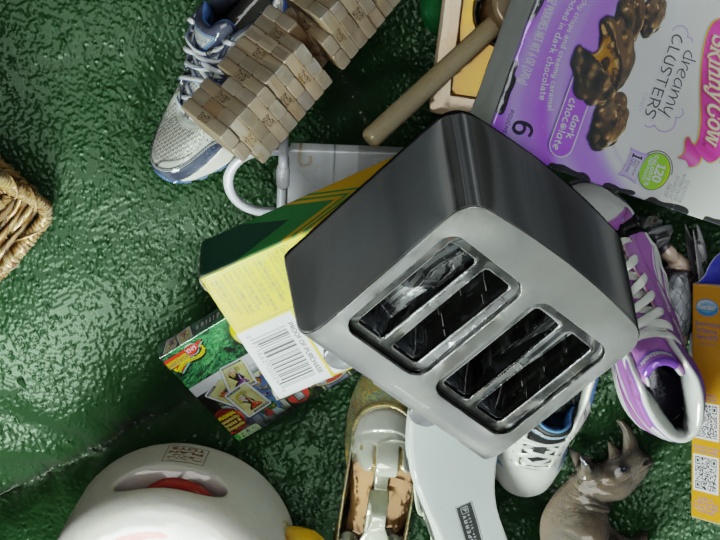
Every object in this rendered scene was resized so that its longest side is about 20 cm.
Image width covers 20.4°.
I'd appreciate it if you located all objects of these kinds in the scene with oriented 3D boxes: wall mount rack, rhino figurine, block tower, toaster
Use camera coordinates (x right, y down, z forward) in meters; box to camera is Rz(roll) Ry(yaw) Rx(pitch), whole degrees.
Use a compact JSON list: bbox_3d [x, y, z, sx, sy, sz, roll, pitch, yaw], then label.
[{"bbox_3d":[-0.006,-0.025,1.519,0.199,0.075,0.175,1,128,-3],"label":"wall mount rack"},{"bbox_3d":[0.177,0.212,1.537,0.087,0.060,0.201,13,93,-1],"label":"rhino figurine"},{"bbox_3d":[-0.040,-0.170,1.460,0.200,0.054,0.058,-49,51,-4],"label":"block tower"},{"bbox_3d":[0.076,0.008,1.342,0.181,0.119,0.200,36,117,-28],"label":"toaster"}]

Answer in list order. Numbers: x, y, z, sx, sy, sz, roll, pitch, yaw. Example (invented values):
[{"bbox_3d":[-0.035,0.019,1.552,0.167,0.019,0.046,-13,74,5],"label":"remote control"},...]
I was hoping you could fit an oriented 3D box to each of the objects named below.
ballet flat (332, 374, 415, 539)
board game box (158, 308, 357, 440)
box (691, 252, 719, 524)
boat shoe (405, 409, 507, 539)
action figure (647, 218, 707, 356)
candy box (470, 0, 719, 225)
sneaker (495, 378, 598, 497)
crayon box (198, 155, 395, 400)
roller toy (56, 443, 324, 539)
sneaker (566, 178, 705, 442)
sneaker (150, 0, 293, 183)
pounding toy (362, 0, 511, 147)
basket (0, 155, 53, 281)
[{"bbox_3d":[0.015,0.167,1.540,0.070,0.071,0.201,9,95,3],"label":"ballet flat"},{"bbox_3d":[-0.043,0.046,1.514,0.199,0.024,0.105,-31,119,18],"label":"board game box"},{"bbox_3d":[0.304,0.083,1.500,0.118,0.041,0.201,-4,98,-30],"label":"box"},{"bbox_3d":[0.068,0.161,1.516,0.070,0.064,0.201,-15,111,-12],"label":"boat shoe"},{"bbox_3d":[0.193,0.028,1.517,0.199,0.069,0.131,-3,90,1],"label":"action figure"},{"bbox_3d":[0.196,-0.139,1.390,0.199,0.072,0.169,17,99,-12],"label":"candy box"},{"bbox_3d":[0.131,0.111,1.480,0.071,0.073,0.201,6,139,-2],"label":"sneaker"},{"bbox_3d":[0.000,0.000,1.440,0.199,0.051,0.127,-22,123,13],"label":"crayon box"},{"bbox_3d":[-0.139,0.229,1.518,0.200,0.140,0.183,-39,100,14],"label":"roller toy"},{"bbox_3d":[0.198,0.028,1.430,0.072,0.114,0.201,-26,96,1],"label":"sneaker"},{"bbox_3d":[-0.106,-0.160,1.500,0.077,0.085,0.201,33,92,32],"label":"sneaker"},{"bbox_3d":[0.114,-0.172,1.465,0.199,0.142,0.185,7,95,3],"label":"pounding toy"},{"bbox_3d":[-0.352,-0.020,1.509,0.149,0.143,0.200,44,96,0],"label":"basket"}]
